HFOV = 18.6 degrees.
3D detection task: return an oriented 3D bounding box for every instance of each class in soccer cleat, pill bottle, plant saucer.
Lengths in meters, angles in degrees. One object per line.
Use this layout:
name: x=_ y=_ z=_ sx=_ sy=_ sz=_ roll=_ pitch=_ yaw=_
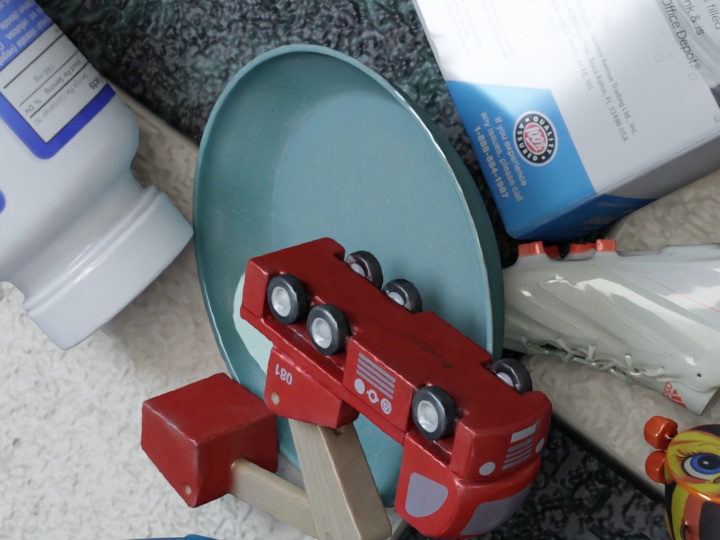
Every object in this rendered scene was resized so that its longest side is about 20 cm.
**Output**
soccer cleat: x=0.120 y=0.024 z=0.936 sx=0.198 sy=0.069 sz=0.078 roll=-4 pitch=88 yaw=13
pill bottle: x=-0.170 y=-0.064 z=0.980 sx=0.112 sy=0.112 sz=0.200 roll=-39 pitch=101 yaw=9
plant saucer: x=0.000 y=0.000 z=0.944 sx=0.199 sy=0.036 sz=0.202 roll=22 pitch=120 yaw=45

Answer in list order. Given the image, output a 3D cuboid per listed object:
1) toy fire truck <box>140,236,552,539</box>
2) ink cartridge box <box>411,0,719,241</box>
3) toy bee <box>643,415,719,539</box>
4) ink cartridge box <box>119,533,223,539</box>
toy fire truck: x=-0.011 y=0.067 z=0.913 sx=0.200 sy=0.049 sz=0.142 roll=36 pitch=130 yaw=37
ink cartridge box: x=0.133 y=-0.118 z=0.918 sx=0.199 sy=0.084 sz=0.146 roll=-27 pitch=78 yaw=24
toy bee: x=0.167 y=0.082 z=0.889 sx=0.109 sy=0.199 sz=0.132 roll=48 pitch=127 yaw=54
ink cartridge box: x=-0.011 y=0.195 z=0.914 sx=0.198 sy=0.145 sz=0.149 roll=4 pitch=86 yaw=17
